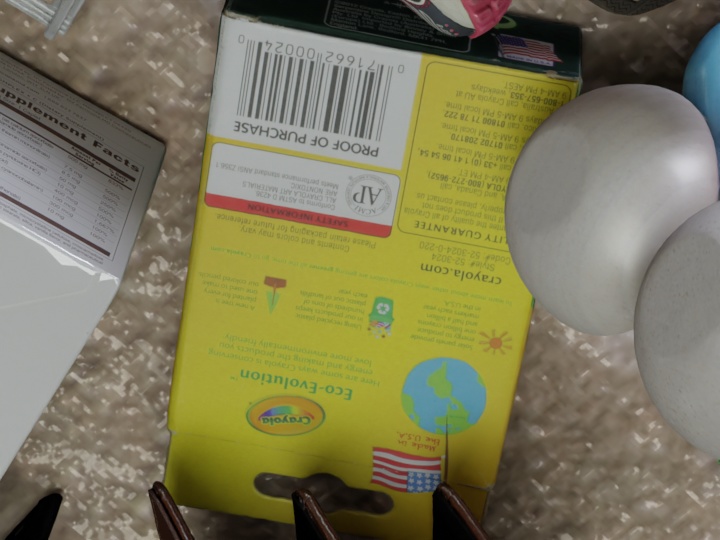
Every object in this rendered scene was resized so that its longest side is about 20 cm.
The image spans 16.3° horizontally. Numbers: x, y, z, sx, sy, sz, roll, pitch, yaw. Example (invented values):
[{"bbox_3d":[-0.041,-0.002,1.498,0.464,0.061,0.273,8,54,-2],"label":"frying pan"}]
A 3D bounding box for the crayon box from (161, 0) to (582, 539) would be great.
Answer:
[{"bbox_3d":[0.000,0.000,0.907,0.126,0.051,0.201,11,118,-1],"label":"crayon box"}]

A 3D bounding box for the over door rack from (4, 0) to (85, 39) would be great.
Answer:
[{"bbox_3d":[-0.131,-0.144,0.779,0.147,0.200,0.067,30,82,-9],"label":"over door rack"}]

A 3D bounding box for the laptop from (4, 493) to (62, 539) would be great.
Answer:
[{"bbox_3d":[-0.153,0.221,0.967,0.103,0.178,0.200,36,116,-14],"label":"laptop"}]

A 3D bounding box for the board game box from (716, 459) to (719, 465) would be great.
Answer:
[{"bbox_3d":[0.230,0.121,0.906,0.134,0.029,0.201,-27,85,15],"label":"board game box"}]

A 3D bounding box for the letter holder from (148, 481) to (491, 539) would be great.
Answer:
[{"bbox_3d":[0.000,0.155,0.940,0.100,0.142,0.201,-26,145,-13],"label":"letter holder"}]

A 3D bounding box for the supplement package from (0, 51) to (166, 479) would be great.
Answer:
[{"bbox_3d":[-0.189,0.016,0.899,0.155,0.111,0.201,29,116,-10],"label":"supplement package"}]

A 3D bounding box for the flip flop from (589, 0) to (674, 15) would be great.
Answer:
[{"bbox_3d":[0.100,-0.172,0.761,0.057,0.081,0.202,12,82,28],"label":"flip flop"}]

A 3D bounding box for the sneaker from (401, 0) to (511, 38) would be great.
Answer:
[{"bbox_3d":[-0.025,-0.152,0.820,0.200,0.081,0.075,44,130,-9],"label":"sneaker"}]

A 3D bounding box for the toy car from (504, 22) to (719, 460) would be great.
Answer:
[{"bbox_3d":[0.159,-0.016,0.805,0.174,0.200,0.151,18,106,-34],"label":"toy car"}]
